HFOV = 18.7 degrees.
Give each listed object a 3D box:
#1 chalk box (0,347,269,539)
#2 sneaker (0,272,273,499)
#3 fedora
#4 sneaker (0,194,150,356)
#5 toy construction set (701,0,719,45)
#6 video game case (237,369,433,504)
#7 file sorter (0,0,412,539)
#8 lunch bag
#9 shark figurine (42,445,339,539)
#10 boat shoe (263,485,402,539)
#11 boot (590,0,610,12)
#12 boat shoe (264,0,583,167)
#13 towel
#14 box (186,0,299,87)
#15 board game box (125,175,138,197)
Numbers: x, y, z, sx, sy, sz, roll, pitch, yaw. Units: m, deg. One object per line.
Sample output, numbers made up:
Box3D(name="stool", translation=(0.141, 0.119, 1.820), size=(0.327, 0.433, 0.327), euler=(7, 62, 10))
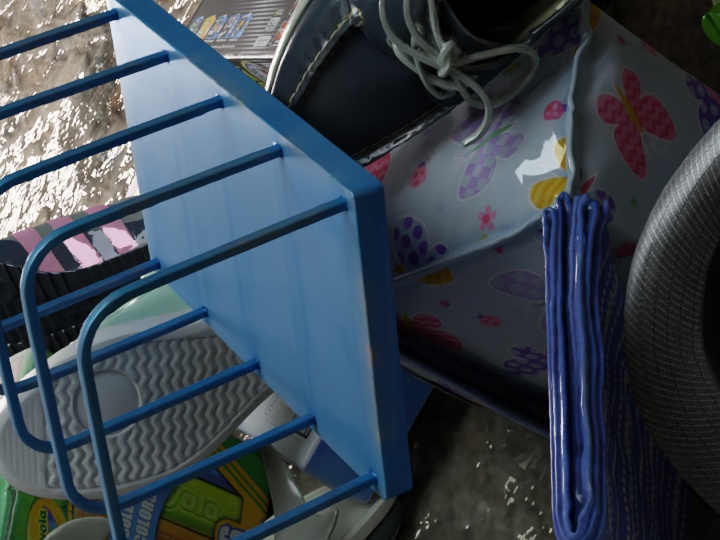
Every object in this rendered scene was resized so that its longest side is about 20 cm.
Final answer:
Box3D(name="chalk box", translation=(-0.162, 0.128, 1.099), size=(0.125, 0.200, 0.124), euler=(-26, 47, 44))
Box3D(name="sneaker", translation=(-0.095, 0.039, 1.014), size=(0.200, 0.074, 0.118), euler=(-28, 18, -24))
Box3D(name="fedora", translation=(0.190, -0.001, 0.776), size=(0.200, 0.177, 0.090), euler=(-48, 5, 14))
Box3D(name="sneaker", translation=(-0.145, -0.001, 1.157), size=(0.199, 0.070, 0.082), euler=(-7, 29, 14))
Box3D(name="toy construction set", translation=(0.175, -0.164, 0.899), size=(0.092, 0.131, 0.200), euler=(-41, -8, -14))
Box3D(name="video game case", translation=(0.000, 0.000, 1.093), size=(0.200, 0.045, 0.181), euler=(-59, 27, -4))
Box3D(name="file sorter", translation=(-0.087, 0.003, 0.843), size=(0.200, 0.122, 0.139), euler=(41, 145, 47))
Box3D(name="lunch bag", translation=(0.069, -0.003, 0.907), size=(0.200, 0.169, 0.128), euler=(-19, 53, 43))
Box3D(name="shark figurine", translation=(-0.109, 0.161, 0.969), size=(0.090, 0.214, 0.129), euler=(-96, -2, -75))
Box3D(name="boat shoe", translation=(-0.046, 0.179, 1.025), size=(0.200, 0.062, 0.073), euler=(-46, 25, -16))
Box3D(name="boot", translation=(0.108, -0.148, 1.054), size=(0.154, 0.073, 0.203), euler=(-58, 34, 0))
Box3D(name="boat shoe", translation=(0.040, -0.099, 0.803), size=(0.200, 0.075, 0.062), euler=(-40, 31, 18))
Box3D(name="towel", translation=(0.101, 0.081, 0.794), size=(0.024, 0.200, 0.145), euler=(-9, 54, 16))
Box3D(name="box", translation=(-0.023, -0.176, 1.240), size=(0.161, 0.044, 0.200), euler=(-60, 23, -7))
Box3D(name="board game box", translation=(-0.076, -0.042, 1.269), size=(0.200, 0.032, 0.120), euler=(13, 81, 56))
